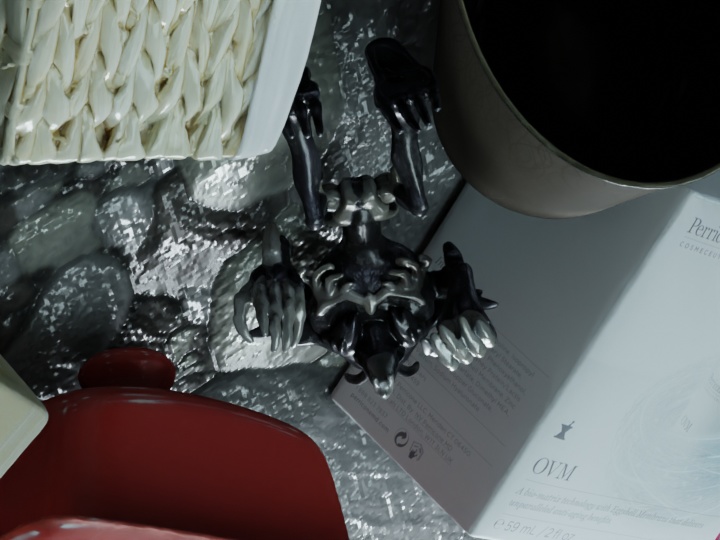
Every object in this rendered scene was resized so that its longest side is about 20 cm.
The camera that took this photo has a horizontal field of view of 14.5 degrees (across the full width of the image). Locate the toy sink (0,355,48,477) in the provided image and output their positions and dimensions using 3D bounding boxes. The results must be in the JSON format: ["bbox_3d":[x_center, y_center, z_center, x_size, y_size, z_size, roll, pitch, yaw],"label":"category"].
[{"bbox_3d":[-0.230,0.019,1.039,0.112,0.130,0.200,-49,142,3],"label":"toy sink"}]

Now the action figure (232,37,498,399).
[{"bbox_3d":[0.000,0.000,1.259,0.118,0.102,0.201,-4,133,6],"label":"action figure"}]

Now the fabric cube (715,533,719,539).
[{"bbox_3d":[0.310,0.208,1.630,0.199,0.199,0.197,-37,146,-49],"label":"fabric cube"}]

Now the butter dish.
[{"bbox_3d":[-0.100,0.105,1.238,0.199,0.149,0.199,12,149,-31],"label":"butter dish"}]

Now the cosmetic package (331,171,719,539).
[{"bbox_3d":[0.129,0.029,1.403,0.199,0.123,0.201,14,112,-49],"label":"cosmetic package"}]

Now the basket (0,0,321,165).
[{"bbox_3d":[-0.090,-0.150,1.021,0.123,0.136,0.201,-8,129,-34],"label":"basket"}]

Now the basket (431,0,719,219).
[{"bbox_3d":[0.094,-0.100,1.189,0.135,0.182,0.200,-13,170,-7],"label":"basket"}]
